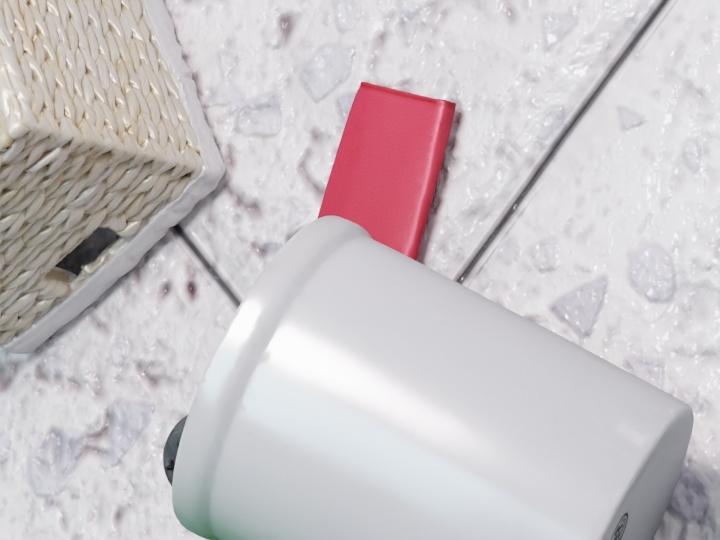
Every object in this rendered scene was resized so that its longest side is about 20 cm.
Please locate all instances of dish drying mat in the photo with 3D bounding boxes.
[{"bbox_3d":[0.000,0.000,1.530,0.077,0.018,0.201,16,92,41],"label":"dish drying mat"}]

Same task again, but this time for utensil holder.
[{"bbox_3d":[0.037,0.090,1.342,0.199,0.170,0.171,25,98,15],"label":"utensil holder"}]

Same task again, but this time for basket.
[{"bbox_3d":[-0.218,-0.092,1.646,0.198,0.160,0.201,-40,56,29],"label":"basket"}]

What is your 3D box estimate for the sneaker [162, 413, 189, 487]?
[{"bbox_3d":[-0.007,0.137,1.476,0.199,0.090,0.067,33,97,14],"label":"sneaker"}]
